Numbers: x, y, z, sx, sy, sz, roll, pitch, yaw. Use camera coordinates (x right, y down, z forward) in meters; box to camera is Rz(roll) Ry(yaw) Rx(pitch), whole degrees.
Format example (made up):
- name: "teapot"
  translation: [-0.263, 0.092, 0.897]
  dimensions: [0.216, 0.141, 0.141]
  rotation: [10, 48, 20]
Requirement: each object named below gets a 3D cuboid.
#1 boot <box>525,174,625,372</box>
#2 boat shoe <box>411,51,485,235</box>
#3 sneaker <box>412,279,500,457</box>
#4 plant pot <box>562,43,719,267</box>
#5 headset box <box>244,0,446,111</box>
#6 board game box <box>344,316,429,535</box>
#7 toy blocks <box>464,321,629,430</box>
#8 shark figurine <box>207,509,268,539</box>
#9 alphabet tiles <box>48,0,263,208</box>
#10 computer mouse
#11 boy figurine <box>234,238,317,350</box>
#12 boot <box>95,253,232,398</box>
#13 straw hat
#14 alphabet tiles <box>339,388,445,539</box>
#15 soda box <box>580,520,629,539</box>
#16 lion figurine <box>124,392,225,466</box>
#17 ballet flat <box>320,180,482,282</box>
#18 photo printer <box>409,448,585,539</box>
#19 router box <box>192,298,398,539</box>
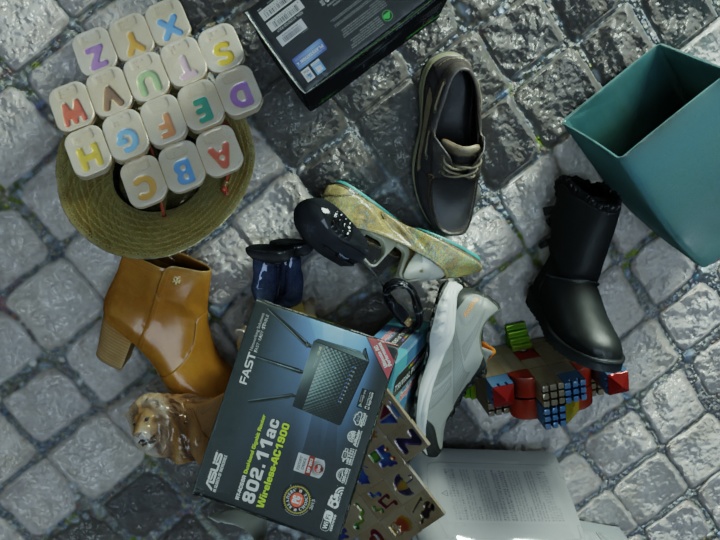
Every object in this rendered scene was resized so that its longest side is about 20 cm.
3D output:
- name: "boot"
  translation: [0.246, -0.004, 1.105]
  dimensions: [0.072, 0.199, 0.164]
  rotation: [8, 112, -16]
- name: "boat shoe"
  translation: [0.095, -0.130, 1.095]
  dimensions: [0.074, 0.073, 0.202]
  rotation: [-8, 109, -8]
- name: "sneaker"
  translation: [0.104, 0.116, 1.131]
  dimensions: [0.078, 0.074, 0.203]
  rotation: [13, 103, 5]
- name: "plant pot"
  translation: [0.351, -0.115, 1.121]
  dimensions: [0.141, 0.141, 0.200]
  rotation: [-38, 118, 3]
- name: "headset box"
  translation: [-0.009, -0.245, 0.977]
  dimensions: [0.173, 0.200, 0.093]
  rotation: [-36, 94, 1]
- name: "board game box"
  translation: [0.025, 0.167, 1.133]
  dimensions: [0.046, 0.151, 0.202]
  rotation: [14, 107, 15]
- name: "toy blocks"
  translation: [0.214, 0.128, 1.166]
  dimensions: [0.197, 0.137, 0.101]
  rotation: [-10, 109, -7]
- name: "shark figurine"
  translation: [-0.080, 0.215, 1.183]
  dimensions: [0.089, 0.128, 0.215]
  rotation: [43, 115, 5]
- name: "alphabet tiles"
  translation: [-0.201, -0.168, 1.001]
  dimensions: [0.198, 0.015, 0.197]
  rotation: [-22, 78, -3]
- name: "computer mouse"
  translation: [0.000, 0.000, 1.084]
  dimensions: [0.058, 0.034, 0.200]
  rotation: [-28, 117, 37]
- name: "boy figurine"
  translation: [-0.089, 0.070, 1.108]
  dimensions: [0.124, 0.064, 0.203]
  rotation: [-14, 106, -51]
- name: "boot"
  translation: [-0.180, 0.063, 1.097]
  dimensions: [0.199, 0.071, 0.145]
  rotation: [22, 113, -8]
- name: "straw hat"
  translation: [-0.199, -0.094, 1.036]
  dimensions: [0.198, 0.085, 0.204]
  rotation: [0, 77, 2]
- name: "alphabet tiles"
  translation: [-0.008, 0.200, 1.067]
  dimensions: [0.167, 0.008, 0.201]
  rotation: [-39, 88, 22]
- name: "soda box"
  translation: [0.244, 0.352, 1.281]
  dimensions: [0.198, 0.068, 0.064]
  rotation: [13, 105, -14]
- name: "lion figurine"
  translation: [-0.139, 0.154, 1.064]
  dimensions: [0.198, 0.072, 0.123]
  rotation: [-27, 86, 1]
- name: "ballet flat"
  translation: [0.039, -0.025, 1.117]
  dimensions: [0.199, 0.071, 0.071]
  rotation: [28, 100, -14]
- name: "photo printer"
  translation: [0.150, 0.285, 1.191]
  dimensions: [0.197, 0.167, 0.070]
  rotation: [3, 127, -13]
- name: "router box"
  translation: [-0.061, 0.145, 0.996]
  dimensions: [0.148, 0.062, 0.202]
  rotation: [17, 84, 5]
